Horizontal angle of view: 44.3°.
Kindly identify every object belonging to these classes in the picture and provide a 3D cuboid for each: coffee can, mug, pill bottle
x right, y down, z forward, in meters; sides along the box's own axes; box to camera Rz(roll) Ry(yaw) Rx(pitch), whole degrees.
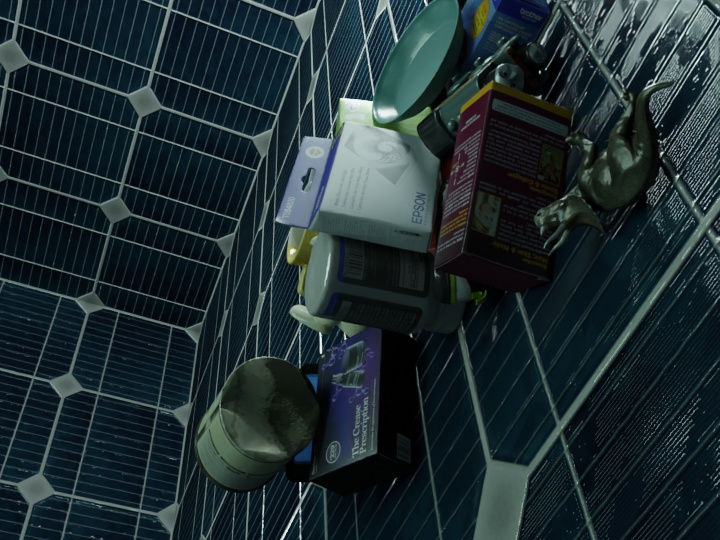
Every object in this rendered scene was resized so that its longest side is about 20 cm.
[{"bbox_3d":[-0.155,0.230,1.292,0.200,0.143,0.149,130,152,-58],"label":"coffee can"},{"bbox_3d":[-0.048,-0.049,1.611,0.150,0.150,0.190,-114,42,-66],"label":"mug"},{"bbox_3d":[0.034,0.019,1.153,0.114,0.195,0.117,-169,90,-73],"label":"pill bottle"}]

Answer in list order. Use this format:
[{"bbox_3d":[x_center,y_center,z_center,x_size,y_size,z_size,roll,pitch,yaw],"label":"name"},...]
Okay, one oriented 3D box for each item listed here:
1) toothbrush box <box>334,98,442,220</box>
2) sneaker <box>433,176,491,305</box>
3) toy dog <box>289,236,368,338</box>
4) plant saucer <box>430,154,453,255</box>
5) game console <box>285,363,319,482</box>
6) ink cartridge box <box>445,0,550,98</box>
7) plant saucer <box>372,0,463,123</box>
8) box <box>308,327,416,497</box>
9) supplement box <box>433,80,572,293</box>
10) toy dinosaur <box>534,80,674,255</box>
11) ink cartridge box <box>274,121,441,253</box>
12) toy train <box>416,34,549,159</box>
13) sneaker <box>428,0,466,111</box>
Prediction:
[{"bbox_3d":[0.035,-0.154,1.277,0.202,0.142,0.087,-93,9,-48],"label":"toothbrush box"},{"bbox_3d":[0.135,-0.034,1.106,0.073,0.081,0.203,81,-168,-50],"label":"sneaker"},{"bbox_3d":[0.000,0.000,1.335,0.193,0.137,0.204,31,110,46],"label":"toy dog"},{"bbox_3d":[0.127,-0.102,1.262,0.200,0.036,0.204,166,119,-72],"label":"plant saucer"},{"bbox_3d":[-0.027,0.210,1.352,0.176,0.114,0.204,126,154,-52],"label":"game console"},{"bbox_3d":[0.187,-0.338,1.211,0.138,0.075,0.202,-92,25,-49],"label":"ink cartridge box"},{"bbox_3d":[0.087,-0.291,1.251,0.200,0.035,0.203,-47,28,34],"label":"plant saucer"},{"bbox_3d":[0.005,0.194,1.244,0.140,0.078,0.204,-33,41,39],"label":"box"},{"bbox_3d":[0.160,-0.090,0.993,0.086,0.108,0.205,150,134,-69],"label":"supplement box"},{"bbox_3d":[0.242,-0.098,0.818,0.200,0.075,0.105,-42,46,54],"label":"toy dinosaur"},{"bbox_3d":[0.004,-0.117,1.140,0.202,0.195,0.041,-78,-3,-47],"label":"ink cartridge box"},{"bbox_3d":[0.153,-0.215,1.113,0.114,0.086,0.199,-46,9,-29],"label":"toy train"},{"bbox_3d":[0.149,-0.320,1.369,0.078,0.064,0.205,100,-176,-85],"label":"sneaker"}]
